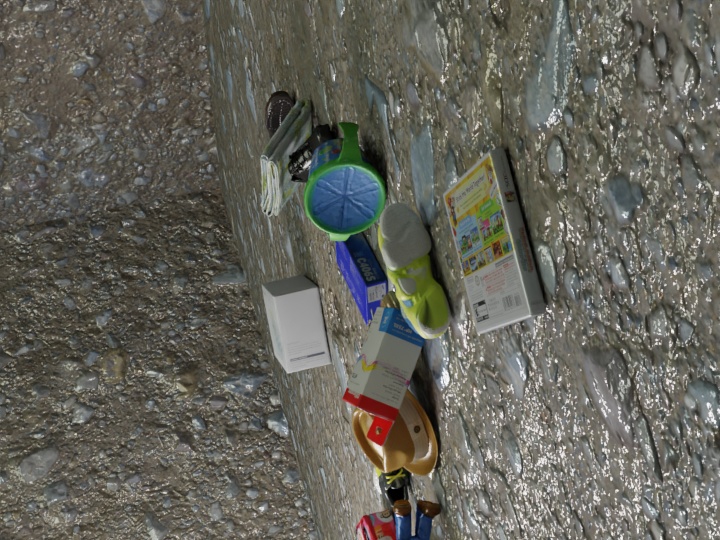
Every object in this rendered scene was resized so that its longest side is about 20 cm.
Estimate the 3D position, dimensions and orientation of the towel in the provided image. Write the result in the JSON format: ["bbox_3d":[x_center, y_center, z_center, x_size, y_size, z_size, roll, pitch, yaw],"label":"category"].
[{"bbox_3d":[-0.149,-0.231,2.033,0.172,0.048,0.201,97,-164,-51],"label":"towel"}]

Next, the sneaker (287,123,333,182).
[{"bbox_3d":[-0.096,-0.218,1.917,0.200,0.089,0.077,111,147,-66],"label":"sneaker"}]

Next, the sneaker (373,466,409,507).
[{"bbox_3d":[0.058,0.360,1.845,0.085,0.074,0.202,48,157,55],"label":"sneaker"}]

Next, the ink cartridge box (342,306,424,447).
[{"bbox_3d":[0.032,0.162,1.527,0.116,0.066,0.203,170,122,-77],"label":"ink cartridge box"}]

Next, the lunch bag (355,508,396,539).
[{"bbox_3d":[0.056,0.610,2.059,0.177,0.081,0.202,110,145,-61],"label":"lunch bag"}]

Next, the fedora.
[{"bbox_3d":[0.044,0.267,1.635,0.200,0.081,0.203,39,144,35],"label":"fedora"}]

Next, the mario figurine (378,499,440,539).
[{"bbox_3d":[0.097,0.492,1.642,0.106,0.122,0.203,9,-100,-64],"label":"mario figurine"}]

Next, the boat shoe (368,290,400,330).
[{"bbox_3d":[0.047,0.127,1.658,0.074,0.062,0.202,-120,22,-55],"label":"boat shoe"}]

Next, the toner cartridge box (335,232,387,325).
[{"bbox_3d":[0.000,0.000,1.797,0.201,0.043,0.096,-117,20,-49],"label":"toner cartridge box"}]

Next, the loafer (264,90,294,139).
[{"bbox_3d":[-0.194,-0.356,2.264,0.201,0.072,0.072,104,150,-64],"label":"loafer"}]

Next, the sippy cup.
[{"bbox_3d":[-0.031,-0.150,1.627,0.139,0.178,0.131,35,-157,-28],"label":"sippy cup"}]

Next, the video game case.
[{"bbox_3d":[0.151,-0.027,1.138,0.200,0.023,0.185,137,120,-77],"label":"video game case"}]

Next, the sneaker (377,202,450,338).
[{"bbox_3d":[0.068,0.008,1.422,0.105,0.075,0.203,118,137,-72],"label":"sneaker"}]

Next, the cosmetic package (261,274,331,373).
[{"bbox_3d":[-0.166,0.132,2.501,0.199,0.121,0.203,-151,52,-74],"label":"cosmetic package"}]
